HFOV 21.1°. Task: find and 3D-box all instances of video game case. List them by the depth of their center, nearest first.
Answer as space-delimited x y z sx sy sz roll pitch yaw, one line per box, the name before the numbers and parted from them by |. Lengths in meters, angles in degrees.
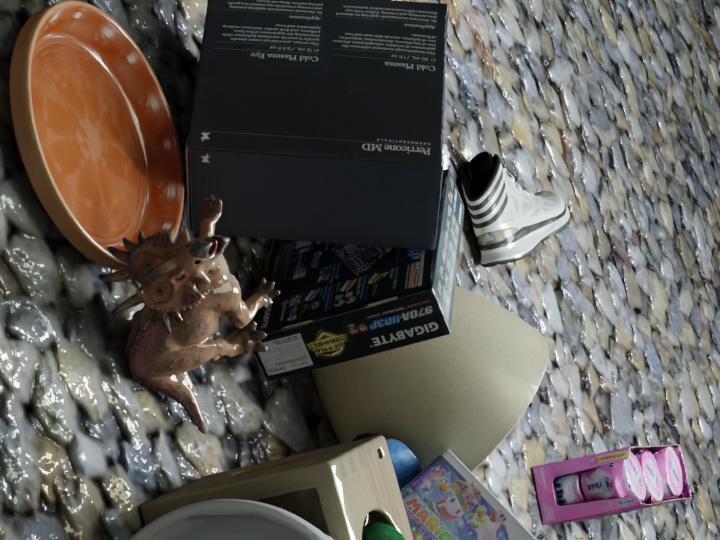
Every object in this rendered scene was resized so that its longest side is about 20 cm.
video game case | 0.047 0.255 1.506 0.143 0.200 0.018 45 -21 11

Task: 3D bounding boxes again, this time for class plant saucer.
plant saucer | -0.195 -0.097 1.410 0.200 0.032 0.201 43 40 -50

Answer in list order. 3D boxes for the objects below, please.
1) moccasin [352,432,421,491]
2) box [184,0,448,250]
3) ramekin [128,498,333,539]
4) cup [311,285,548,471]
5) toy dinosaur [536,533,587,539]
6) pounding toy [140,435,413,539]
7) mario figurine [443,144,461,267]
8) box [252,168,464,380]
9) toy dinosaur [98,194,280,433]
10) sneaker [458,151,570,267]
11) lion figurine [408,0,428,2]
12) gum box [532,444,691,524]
moccasin | 0.024 0.227 1.595 0.080 0.068 0.200 -6 107 -28
box | -0.032 -0.122 1.543 0.104 0.200 0.182 93 1 -49
ramekin | -0.075 0.249 1.275 0.094 0.202 0.203 7 69 -76
cup | 0.040 0.081 1.649 0.143 0.200 0.200 44 34 -17
toy dinosaur | 0.231 0.326 2.013 0.200 0.102 0.136 -29 86 -44
pounding toy | -0.019 0.223 1.393 0.142 0.200 0.184 -16 91 -66
mario figurine | 0.060 -0.071 1.847 0.123 0.106 0.200 48 -1 34
box | 0.000 0.000 1.588 0.200 0.159 0.046 -80 151 -58
toy dinosaur | -0.134 0.034 1.385 0.135 0.086 0.200 -27 141 -50
sneaker | 0.172 -0.086 2.138 0.200 0.076 0.116 -37 112 -62
lion figurine | -0.010 -0.330 1.921 0.200 0.072 0.123 33 55 -36
gum box | 0.277 0.235 2.128 0.200 0.113 0.066 9 68 -64
